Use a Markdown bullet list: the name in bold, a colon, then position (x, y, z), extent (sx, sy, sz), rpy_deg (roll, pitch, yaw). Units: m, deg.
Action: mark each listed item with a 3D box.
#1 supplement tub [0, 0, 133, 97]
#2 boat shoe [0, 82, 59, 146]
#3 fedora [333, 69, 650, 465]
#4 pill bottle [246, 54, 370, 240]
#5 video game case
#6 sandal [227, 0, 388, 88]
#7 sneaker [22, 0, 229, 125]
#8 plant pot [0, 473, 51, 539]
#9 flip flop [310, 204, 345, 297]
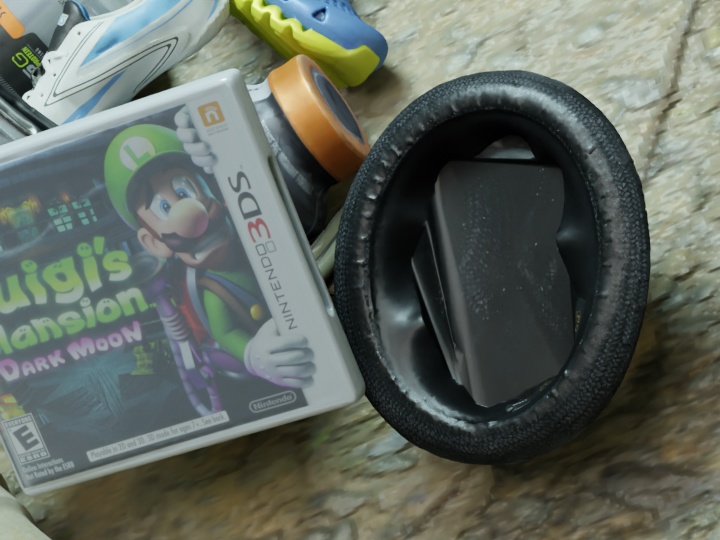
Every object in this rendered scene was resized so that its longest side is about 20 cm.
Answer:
- **supplement tub**: position (-0.225, -0.106, 1.725), extent (0.200, 0.122, 0.123), rpy_deg (-43, 54, 6)
- **boat shoe**: position (-0.137, -0.043, 1.547), extent (0.199, 0.069, 0.057), rpy_deg (26, 99, 9)
- **fedora**: position (0.081, 0.002, 1.512), extent (0.200, 0.091, 0.202), rpy_deg (-4, 81, 28)
- **pill bottle**: position (-0.092, -0.036, 1.627), extent (0.200, 0.106, 0.107), rpy_deg (-35, 55, 11)
- **video game case**: position (-0.119, 0.010, 1.502), extent (0.199, 0.023, 0.183), rpy_deg (-17, 105, 20)
- **sandal**: position (-0.048, -0.180, 1.689), extent (0.087, 0.079, 0.200), rpy_deg (-46, 55, -2)
- **sneaker**: position (-0.162, -0.102, 1.637), extent (0.200, 0.072, 0.072), rpy_deg (-45, 98, -3)
- **plant pot**: position (-0.180, 0.223, 1.522), extent (0.183, 0.200, 0.201), rpy_deg (27, 82, 24)
- **flip flop**: position (0.000, 0.000, 1.584), extent (0.200, 0.081, 0.058), rpy_deg (-41, 83, 1)
